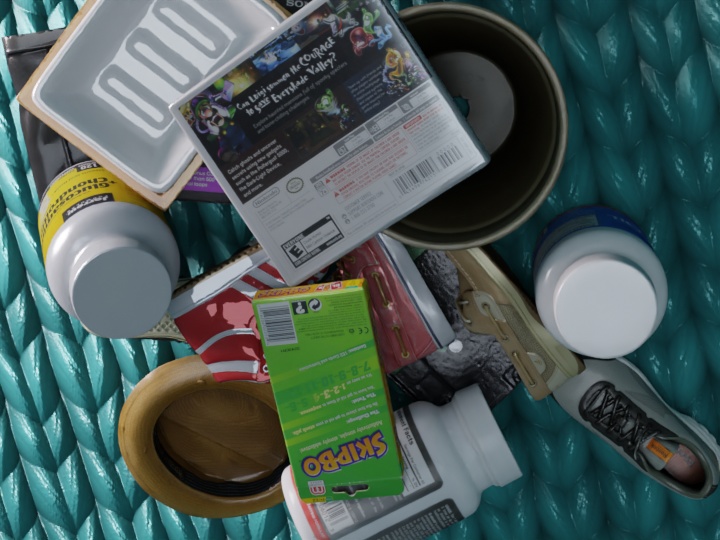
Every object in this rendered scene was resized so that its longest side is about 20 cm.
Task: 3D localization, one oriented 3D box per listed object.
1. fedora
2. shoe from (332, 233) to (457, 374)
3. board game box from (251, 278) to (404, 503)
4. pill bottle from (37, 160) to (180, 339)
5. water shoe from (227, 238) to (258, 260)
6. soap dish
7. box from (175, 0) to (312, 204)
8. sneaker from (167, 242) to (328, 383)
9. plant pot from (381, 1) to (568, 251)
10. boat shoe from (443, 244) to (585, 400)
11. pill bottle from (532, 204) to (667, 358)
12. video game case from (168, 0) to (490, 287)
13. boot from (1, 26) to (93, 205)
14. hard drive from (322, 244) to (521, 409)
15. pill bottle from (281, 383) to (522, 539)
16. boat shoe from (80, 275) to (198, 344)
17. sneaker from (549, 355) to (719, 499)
[{"bbox_3d":[-0.131,0.145,1.224,0.200,0.082,0.201,-3,120,-5],"label":"fedora"},{"bbox_3d":[0.000,0.000,1.153,0.091,0.071,0.200,-30,97,2],"label":"shoe"},{"bbox_3d":[-0.024,0.106,1.080,0.095,0.030,0.200,-7,111,11],"label":"board game box"},{"bbox_3d":[-0.217,-0.017,1.106,0.112,0.200,0.112,-6,113,-15],"label":"pill bottle"},{"bbox_3d":[-0.067,0.066,1.201,0.079,0.071,0.200,-36,103,-19],"label":"water shoe"},{"bbox_3d":[-0.170,-0.177,1.092,0.157,0.081,0.200,37,93,-7],"label":"soap dish"},{"bbox_3d":[-0.106,-0.159,1.163,0.143,0.036,0.200,3,95,-11],"label":"box"},{"bbox_3d":[-0.062,0.026,1.113,0.200,0.071,0.113,-27,95,12],"label":"sneaker"},{"bbox_3d":[0.079,-0.130,1.104,0.200,0.174,0.200,2,102,8],"label":"plant pot"},{"bbox_3d":[0.119,0.032,1.151,0.065,0.071,0.200,-39,96,11],"label":"boat shoe"},{"bbox_3d":[0.207,0.012,1.108,0.112,0.200,0.112,1,103,6],"label":"pill bottle"},{"bbox_3d":[-0.027,-0.111,1.024,0.200,0.023,0.182,-32,96,20],"label":"video game case"},{"bbox_3d":[-0.236,-0.132,1.197,0.165,0.066,0.200,-9,103,3],"label":"boot"},{"bbox_3d":[0.070,0.046,1.216,0.200,0.038,0.140,43,103,-5],"label":"hard drive"},{"bbox_3d":[0.039,0.190,1.168,0.200,0.116,0.116,-27,98,2],"label":"pill bottle"},{"bbox_3d":[-0.169,0.038,1.231,0.200,0.062,0.075,3,98,-10],"label":"boat shoe"},{"bbox_3d":[0.257,0.141,1.194,0.200,0.079,0.074,35,106,-1],"label":"sneaker"}]
